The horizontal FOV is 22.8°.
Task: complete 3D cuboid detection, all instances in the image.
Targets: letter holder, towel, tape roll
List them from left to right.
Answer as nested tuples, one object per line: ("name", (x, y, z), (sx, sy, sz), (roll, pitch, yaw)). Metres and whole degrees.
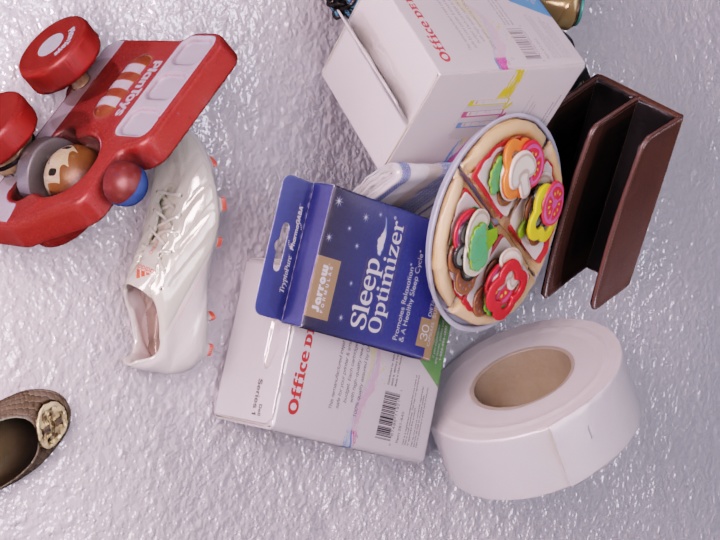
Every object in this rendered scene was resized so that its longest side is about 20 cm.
("towel", (0.056, -0.067, 1.623), (0.199, 0.147, 0.024), (-8, 70, -43))
("tape roll", (0.164, 0.130, 1.697), (0.202, 0.201, 0.071), (-40, 120, -34))
("letter holder", (0.214, -0.064, 1.728), (0.142, 0.100, 0.202), (-32, 144, -47))

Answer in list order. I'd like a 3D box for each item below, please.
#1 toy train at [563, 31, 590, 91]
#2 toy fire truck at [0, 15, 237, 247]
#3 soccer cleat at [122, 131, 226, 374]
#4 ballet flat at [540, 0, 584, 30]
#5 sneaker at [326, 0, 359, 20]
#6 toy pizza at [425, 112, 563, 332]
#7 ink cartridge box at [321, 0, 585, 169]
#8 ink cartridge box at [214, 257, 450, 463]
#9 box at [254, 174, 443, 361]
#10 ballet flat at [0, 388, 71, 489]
("toy train", (0.160, -0.142, 1.755), (0.201, 0.085, 0.114), (-55, 137, -26))
("toy fire truck", (-0.198, -0.101, 1.343), (0.112, 0.167, 0.201), (52, 60, -33))
("soccer cleat", (-0.157, -0.013, 1.464), (0.077, 0.069, 0.203), (-4, 100, -41))
("ballet flat", (0.204, -0.337, 1.784), (0.062, 0.069, 0.202), (14, 66, -4))
("sneaker", (-0.014, -0.265, 1.574), (0.199, 0.073, 0.083), (6, 92, -44))
("toy pizza", (0.129, -0.040, 1.590), (0.199, 0.032, 0.202), (-26, 126, -43))
("ink cartridge box", (0.071, -0.179, 1.588), (0.198, 0.129, 0.126), (-7, 144, -36))
("ink cartridge box", (-0.022, 0.081, 1.591), (0.199, 0.083, 0.147), (18, 81, -44))
("box", (0.000, 0.000, 1.520), (0.199, 0.032, 0.123), (16, 85, -44))
("ballet flat", (-0.295, 0.150, 1.357), (0.199, 0.046, 0.068), (-27, 113, -40))
